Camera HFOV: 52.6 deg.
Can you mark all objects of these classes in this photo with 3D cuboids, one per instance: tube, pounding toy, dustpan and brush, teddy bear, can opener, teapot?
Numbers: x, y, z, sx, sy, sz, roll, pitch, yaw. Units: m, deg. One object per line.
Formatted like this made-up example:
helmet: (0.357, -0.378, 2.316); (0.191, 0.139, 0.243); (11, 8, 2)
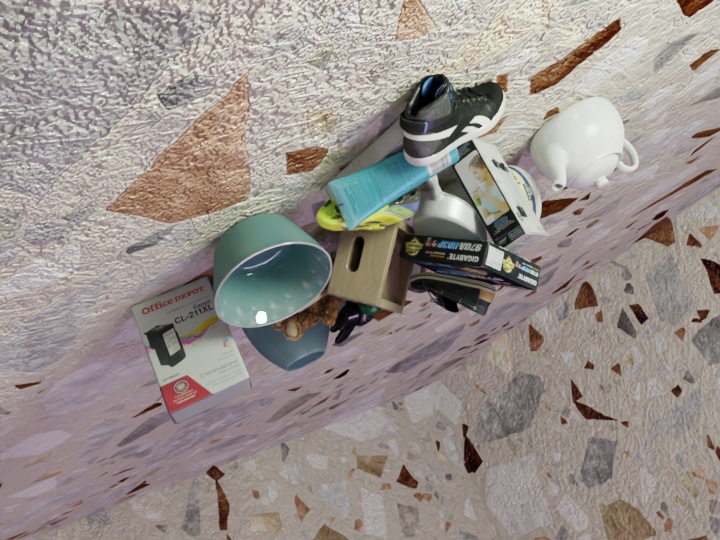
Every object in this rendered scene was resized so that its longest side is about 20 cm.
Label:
tube: (0.053, -0.142, 1.098); (0.198, 0.078, 0.050); (-29, -171, -6)
pounding toy: (0.000, 0.000, 1.327); (0.140, 0.204, 0.184); (13, 176, 22)
dustpan and brush: (0.138, -0.111, 1.262); (0.137, 0.058, 0.200); (6, 160, 26)
teddy bear: (-0.087, 0.064, 1.451); (0.143, 0.067, 0.201); (7, -132, 44)
can opener: (-0.027, 0.100, 1.506); (0.077, 0.065, 0.200); (-9, 164, -20)
teapot: (0.438, -0.227, 1.415); (0.198, 0.148, 0.197); (-31, 163, 10)

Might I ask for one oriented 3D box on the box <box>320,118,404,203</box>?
box: (0.047, -0.168, 1.176); (0.199, 0.037, 0.143); (-37, 160, 30)

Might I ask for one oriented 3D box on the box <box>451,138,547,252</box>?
box: (0.241, -0.133, 1.289); (0.060, 0.203, 0.116); (-34, 163, 28)

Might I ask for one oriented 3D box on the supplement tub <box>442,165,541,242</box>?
supplement tub: (0.239, -0.115, 1.429); (0.197, 0.147, 0.145); (-19, 161, -26)

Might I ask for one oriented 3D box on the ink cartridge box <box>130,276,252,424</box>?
ink cartridge box: (-0.290, 0.134, 1.246); (0.144, 0.202, 0.083); (-23, 160, -14)

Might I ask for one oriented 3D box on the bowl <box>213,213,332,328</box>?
bowl: (-0.154, -0.012, 1.157); (0.198, 0.106, 0.202); (-21, 147, -15)

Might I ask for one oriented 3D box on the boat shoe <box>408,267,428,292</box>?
boat shoe: (0.149, -0.040, 1.562); (0.201, 0.059, 0.072); (-55, -171, 22)

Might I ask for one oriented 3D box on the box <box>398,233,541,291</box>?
box: (0.188, -0.015, 1.266); (0.157, 0.047, 0.198); (20, 172, -41)

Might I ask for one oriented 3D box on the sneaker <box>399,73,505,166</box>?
sneaker: (0.139, -0.243, 1.044); (0.199, 0.073, 0.113); (-39, 144, -23)

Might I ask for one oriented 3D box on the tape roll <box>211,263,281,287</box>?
tape roll: (-0.170, 0.021, 1.336); (0.197, 0.066, 0.201); (-24, 162, -8)

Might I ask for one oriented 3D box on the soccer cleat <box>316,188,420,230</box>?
soccer cleat: (0.016, -0.088, 1.172); (0.198, 0.065, 0.085); (-19, 142, -32)

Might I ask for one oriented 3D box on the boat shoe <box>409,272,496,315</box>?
boat shoe: (0.162, 0.043, 1.345); (0.074, 0.064, 0.198); (17, 176, -43)

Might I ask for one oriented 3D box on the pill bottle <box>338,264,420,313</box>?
pill bottle: (0.025, 0.021, 1.543); (0.113, 0.116, 0.200); (-8, 154, -47)

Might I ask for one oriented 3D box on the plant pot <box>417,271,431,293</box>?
plant pot: (0.151, -0.011, 1.684); (0.198, 0.094, 0.201); (-24, 162, -8)

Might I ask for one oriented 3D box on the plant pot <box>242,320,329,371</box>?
plant pot: (-0.145, 0.137, 1.582); (0.197, 0.136, 0.201); (-24, 162, -8)
